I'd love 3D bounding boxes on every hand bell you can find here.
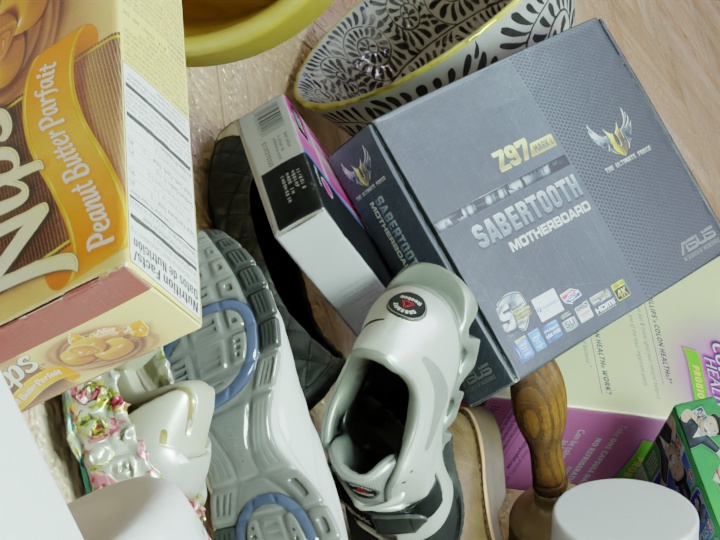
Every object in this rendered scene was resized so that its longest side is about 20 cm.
[{"bbox_3d":[0.111,0.119,1.105,0.105,0.103,0.201,-83,166,-53],"label":"hand bell"}]

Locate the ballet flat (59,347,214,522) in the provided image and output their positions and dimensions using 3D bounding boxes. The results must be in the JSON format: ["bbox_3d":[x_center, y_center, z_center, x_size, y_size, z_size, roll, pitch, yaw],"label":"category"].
[{"bbox_3d":[-0.101,0.044,0.825,0.076,0.063,0.202,3,66,-68],"label":"ballet flat"}]

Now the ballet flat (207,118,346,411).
[{"bbox_3d":[-0.043,-0.006,1.019,0.066,0.057,0.201,38,30,-46],"label":"ballet flat"}]

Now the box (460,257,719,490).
[{"bbox_3d":[0.144,0.049,1.223,0.198,0.097,0.177,8,49,-17],"label":"box"}]

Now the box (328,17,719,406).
[{"bbox_3d":[0.099,-0.038,1.041,0.199,0.051,0.159,-26,84,-38],"label":"box"}]

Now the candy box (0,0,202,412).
[{"bbox_3d":[-0.130,-0.047,0.777,0.055,0.115,0.202,41,32,-46],"label":"candy box"}]

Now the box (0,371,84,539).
[{"bbox_3d":[-0.174,0.062,0.546,0.201,0.124,0.097,64,21,-4],"label":"box"}]

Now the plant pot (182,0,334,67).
[{"bbox_3d":[-0.082,-0.201,0.978,0.189,0.199,0.202,1,65,-84],"label":"plant pot"}]

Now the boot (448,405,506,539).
[{"bbox_3d":[0.047,0.177,1.067,0.075,0.074,0.202,2,67,-27],"label":"boot"}]

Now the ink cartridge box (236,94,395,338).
[{"bbox_3d":[0.000,0.000,1.028,0.200,0.037,0.095,55,10,-45],"label":"ink cartridge box"}]

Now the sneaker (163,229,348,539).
[{"bbox_3d":[-0.055,0.079,0.917,0.087,0.074,0.202,39,34,-79],"label":"sneaker"}]

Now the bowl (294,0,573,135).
[{"bbox_3d":[0.064,-0.131,1.196,0.095,0.199,0.201,56,23,-22],"label":"bowl"}]

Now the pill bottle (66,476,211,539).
[{"bbox_3d":[-0.069,0.187,0.683,0.201,0.111,0.112,62,21,-10],"label":"pill bottle"}]

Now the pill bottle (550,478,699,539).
[{"bbox_3d":[0.147,0.226,1.061,0.111,0.110,0.202,-58,150,-65],"label":"pill bottle"}]

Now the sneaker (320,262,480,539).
[{"bbox_3d":[0.009,0.100,0.964,0.088,0.073,0.202,-42,141,-49],"label":"sneaker"}]

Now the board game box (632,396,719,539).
[{"bbox_3d":[0.199,0.179,1.122,0.201,0.029,0.136,101,-27,-61],"label":"board game box"}]
